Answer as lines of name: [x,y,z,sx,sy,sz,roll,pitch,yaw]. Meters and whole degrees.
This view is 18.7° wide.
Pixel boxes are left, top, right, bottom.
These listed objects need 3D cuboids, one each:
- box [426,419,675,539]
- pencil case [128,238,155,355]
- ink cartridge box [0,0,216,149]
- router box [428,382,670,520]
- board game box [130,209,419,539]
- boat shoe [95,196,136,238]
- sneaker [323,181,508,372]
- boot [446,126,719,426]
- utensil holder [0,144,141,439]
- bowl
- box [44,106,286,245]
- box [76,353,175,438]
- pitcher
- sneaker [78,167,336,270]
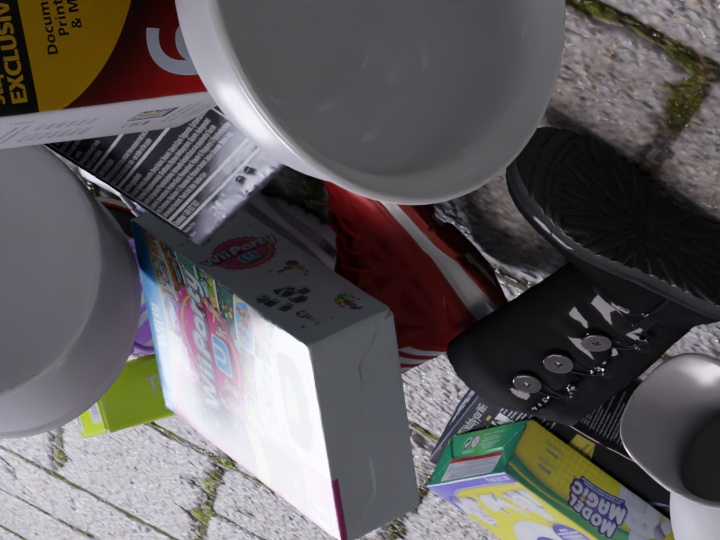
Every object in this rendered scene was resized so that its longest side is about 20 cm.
box: [0.154,0.179,1.484,0.200,0.048,0.117,34,158,-16]
pencil case: [-0.195,0.019,1.529,0.084,0.086,0.200,39,159,-31]
ink cartridge box: [-0.162,-0.160,0.991,0.175,0.200,0.084,-11,176,-29]
router box: [0.144,0.123,1.506,0.157,0.052,0.200,29,158,0]
board game box: [-0.054,0.055,1.330,0.200,0.064,0.148,33,140,47]
boat shoe: [-0.138,0.023,1.610,0.071,0.063,0.200,6,147,47]
sneaker: [0.000,0.000,1.314,0.200,0.115,0.078,47,-167,-35]
boot: [0.109,0.010,1.258,0.165,0.066,0.200,33,149,-13]
utensil holder: [-0.217,0.008,1.267,0.170,0.170,0.200,28,173,1]
bowl: [-0.011,-0.123,0.970,0.201,0.201,0.090,41,151,-27]
box: [-0.116,-0.135,1.171,0.198,0.123,0.200,32,158,-10]
box: [-0.098,0.070,1.539,0.122,0.200,0.048,158,96,-73]
pitcher: [0.258,0.149,1.312,0.172,0.121,0.200,35,171,37]
sneaker: [-0.103,-0.027,1.436,0.200,0.082,0.075,28,157,1]
